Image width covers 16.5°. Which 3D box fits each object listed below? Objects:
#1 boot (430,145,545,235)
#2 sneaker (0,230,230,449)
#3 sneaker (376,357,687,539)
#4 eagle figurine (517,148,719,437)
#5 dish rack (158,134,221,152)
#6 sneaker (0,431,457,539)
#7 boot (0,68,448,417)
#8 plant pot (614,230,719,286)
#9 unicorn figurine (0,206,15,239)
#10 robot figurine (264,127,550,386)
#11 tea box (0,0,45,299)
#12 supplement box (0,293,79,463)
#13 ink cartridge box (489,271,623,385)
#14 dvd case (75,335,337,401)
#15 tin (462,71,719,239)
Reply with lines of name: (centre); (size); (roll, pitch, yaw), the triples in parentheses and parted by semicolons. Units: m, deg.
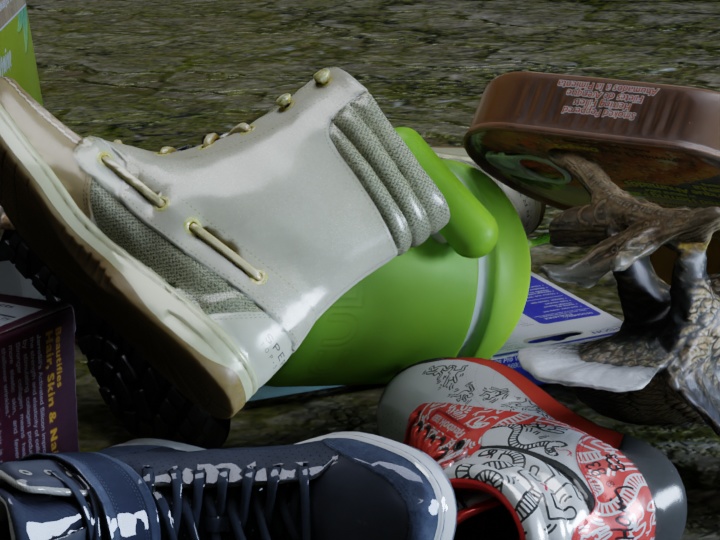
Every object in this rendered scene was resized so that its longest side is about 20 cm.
boot: (-0.007, -0.026, 1.437); (0.199, 0.073, 0.155); (3, 20, 20)
sneaker: (-0.110, 0.006, 1.303); (0.087, 0.076, 0.200); (-18, 62, -38)
sneaker: (0.045, 0.092, 1.150); (0.107, 0.068, 0.201); (-11, 21, -37)
eagle figurine: (0.172, 0.043, 1.179); (0.150, 0.201, 0.152); (-18, 34, 19)
dish rack: (-0.085, -0.050, 1.684); (0.199, 0.055, 0.153); (6, 17, 33)
sneaker: (-0.073, 0.112, 1.052); (0.201, 0.077, 0.146); (-3, 2, 33)
boot: (-0.074, -0.047, 1.150); (0.155, 0.072, 0.200); (-40, 71, -19)
plant pot: (0.243, -0.023, 1.343); (0.183, 0.201, 0.200); (-31, 30, -31)
unicorn figurine: (-0.234, 0.012, 1.302); (0.074, 0.138, 0.200); (33, -7, -16)
robot figurine: (0.000, 0.000, 1.266); (0.199, 0.116, 0.175); (-1, -23, -29)
tea box: (-0.290, -0.061, 1.450); (0.199, 0.198, 0.134); (-7, 15, 6)
supplement box: (-0.221, 0.087, 1.121); (0.085, 0.111, 0.200); (9, 19, 33)
ink cartridge box: (0.072, 0.032, 1.406); (0.099, 0.039, 0.200); (-9, 16, -21)
dvd case: (-0.082, 0.037, 1.436); (0.145, 0.022, 0.200); (-8, 18, -20)
tin: (0.143, -0.055, 1.220); (0.199, 0.042, 0.112); (10, -22, 39)
